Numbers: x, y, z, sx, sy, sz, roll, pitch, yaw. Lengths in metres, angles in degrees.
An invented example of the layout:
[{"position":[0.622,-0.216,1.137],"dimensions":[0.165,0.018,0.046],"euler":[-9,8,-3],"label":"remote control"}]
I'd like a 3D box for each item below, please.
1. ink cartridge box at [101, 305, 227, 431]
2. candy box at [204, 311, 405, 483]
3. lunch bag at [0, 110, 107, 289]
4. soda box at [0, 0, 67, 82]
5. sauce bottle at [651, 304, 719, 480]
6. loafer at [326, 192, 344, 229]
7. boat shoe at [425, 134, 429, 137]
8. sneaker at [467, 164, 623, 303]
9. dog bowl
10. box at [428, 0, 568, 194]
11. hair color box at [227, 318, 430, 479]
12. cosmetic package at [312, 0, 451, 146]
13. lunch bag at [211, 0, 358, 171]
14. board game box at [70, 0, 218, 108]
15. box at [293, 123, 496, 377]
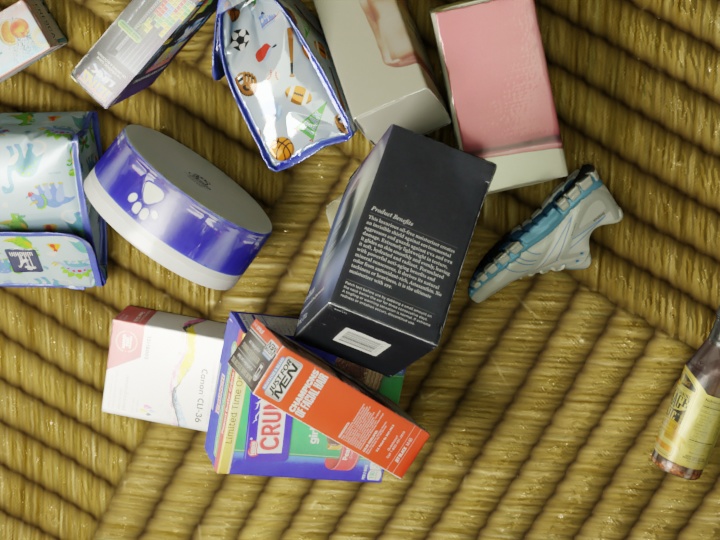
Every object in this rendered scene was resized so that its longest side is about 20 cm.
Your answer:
[{"position":[-0.190,0.120,1.793],"dimensions":[0.200,0.068,0.117],"euler":[10,104,4],"label":"ink cartridge box"},{"position":[-0.061,0.145,1.744],"dimensions":[0.200,0.077,0.169],"euler":[7,105,-19],"label":"candy box"},{"position":[-0.380,-0.072,1.751],"dimensions":[0.170,0.127,0.200],"euler":[1,116,5],"label":"lunch bag"},{"position":[-0.436,-0.233,1.743],"dimensions":[0.200,0.068,0.064],"euler":[-27,99,13],"label":"soda box"},{"position":[0.387,0.134,1.729],"dimensions":[0.066,0.066,0.200],"euler":[19,102,3],"label":"sauce bottle"},{"position":[0.000,0.000,1.721],"dimensions":[0.068,0.076,0.200],"euler":[-13,68,27],"label":"loafer"},{"position":[0.066,-0.119,1.714],"dimensions":[0.071,0.072,0.200],"euler":[-8,113,1],"label":"boat shoe"},{"position":[0.208,-0.021,1.712],"dimensions":[0.200,0.075,0.087],"euler":[-41,101,14],"label":"sneaker"},{"position":[-0.197,-0.070,1.683],"dimensions":[0.200,0.200,0.079],"euler":[37,102,-2],"label":"dog bowl"},{"position":[0.146,-0.193,1.646],"dimensions":[0.109,0.128,0.200],"euler":[-12,102,3],"label":"box"},{"position":[-0.034,0.136,1.648],"dimensions":[0.200,0.111,0.064],"euler":[31,92,-24],"label":"hair color box"},{"position":[0.016,-0.240,1.624],"dimensions":[0.087,0.103,0.200],"euler":[-22,69,10],"label":"cosmetic package"},{"position":[-0.087,-0.221,1.652],"dimensions":[0.124,0.170,0.200],"euler":[-24,100,9],"label":"lunch bag"},{"position":[-0.212,-0.261,1.641],"dimensions":[0.057,0.200,0.165],"euler":[41,105,-5],"label":"board game box"},{"position":[0.030,-0.016,1.573],"dimensions":[0.123,0.200,0.199],"euler":[22,73,-7],"label":"box"}]
